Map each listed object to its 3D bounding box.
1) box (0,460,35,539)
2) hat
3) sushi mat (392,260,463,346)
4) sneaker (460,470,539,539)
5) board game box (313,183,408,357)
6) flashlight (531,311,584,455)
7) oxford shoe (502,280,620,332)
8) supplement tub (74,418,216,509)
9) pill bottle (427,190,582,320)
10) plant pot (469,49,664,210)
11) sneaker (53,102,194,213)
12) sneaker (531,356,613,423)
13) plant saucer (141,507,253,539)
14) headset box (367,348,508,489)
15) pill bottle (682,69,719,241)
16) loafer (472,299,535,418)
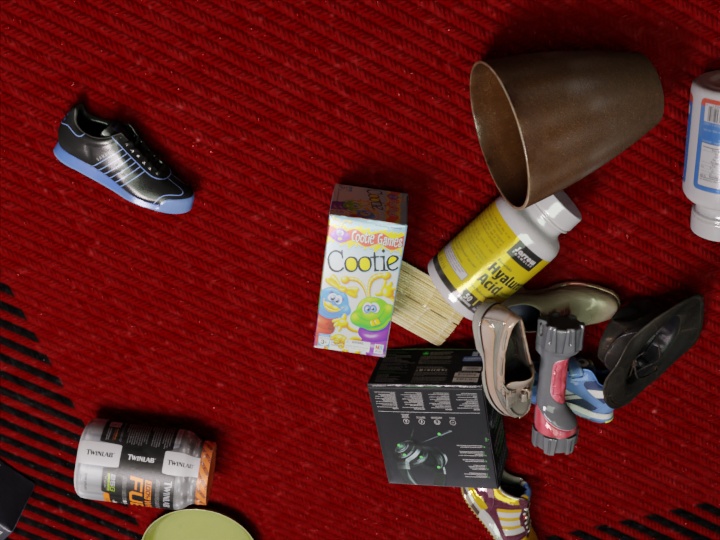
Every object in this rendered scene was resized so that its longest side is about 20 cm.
[{"bbox_3d":[-0.669,0.375,1.533,0.200,0.118,0.197,41,112,-19],"label":"box"},{"bbox_3d":[0.392,0.095,1.361,0.200,0.081,0.202,-26,139,-25],"label":"hat"},{"bbox_3d":[0.056,0.032,1.385,0.199,0.012,0.096,29,115,-12],"label":"sushi mat"},{"bbox_3d":[0.246,0.385,1.530,0.090,0.075,0.200,-32,113,23],"label":"sneaker"},{"bbox_3d":[0.000,0.000,1.304,0.102,0.105,0.201,8,118,-1],"label":"board game box"},{"bbox_3d":[0.277,0.158,1.336,0.067,0.068,0.201,-14,120,-29],"label":"flashlight"},{"bbox_3d":[0.270,0.062,1.359,0.198,0.074,0.071,-4,115,3],"label":"oxford shoe"},{"bbox_3d":[-0.326,0.299,1.478,0.198,0.123,0.123,7,118,-2],"label":"supplement tub"},{"bbox_3d":[0.195,-0.034,1.291,0.111,0.112,0.200,39,112,-17],"label":"pill bottle"},{"bbox_3d":[0.260,-0.193,1.183,0.199,0.187,0.188,-18,117,-6],"label":"plant pot"},{"bbox_3d":[-0.305,-0.147,1.271,0.199,0.070,0.078,25,123,-10],"label":"sneaker"},{"bbox_3d":[0.295,0.157,1.413,0.199,0.074,0.083,16,117,-15],"label":"sneaker"},{"bbox_3d":[-0.267,0.468,1.617,0.198,0.031,0.201,1,119,1],"label":"plant saucer"},{"bbox_3d":[0.118,0.223,1.417,0.173,0.093,0.201,-2,118,20],"label":"headset box"},{"bbox_3d":[0.469,-0.144,1.224,0.111,0.112,0.201,-3,119,3],"label":"pill bottle"},{"bbox_3d":[0.202,0.129,1.291,0.072,0.063,0.201,-41,129,-27],"label":"loafer"}]
